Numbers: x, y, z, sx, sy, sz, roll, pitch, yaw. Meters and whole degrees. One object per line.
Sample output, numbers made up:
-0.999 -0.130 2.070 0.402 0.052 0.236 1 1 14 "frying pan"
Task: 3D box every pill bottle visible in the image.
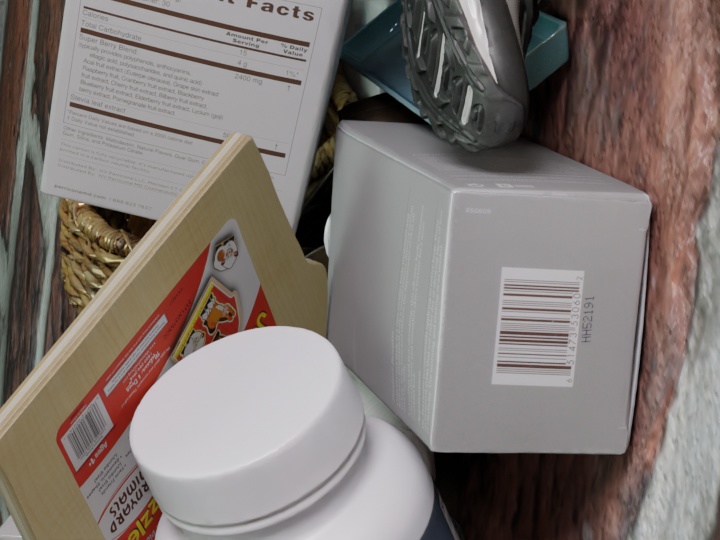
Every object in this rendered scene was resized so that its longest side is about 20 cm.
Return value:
-0.016 0.128 1.070 0.120 0.120 0.200 -111 -3 -58 "pill bottle"

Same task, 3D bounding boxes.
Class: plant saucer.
0.040 -0.098 1.165 0.019 0.070 0.200 51 178 -18 "plant saucer"

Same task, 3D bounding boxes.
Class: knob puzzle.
-0.078 0.067 1.094 0.030 0.220 0.220 18 112 31 "knob puzzle"

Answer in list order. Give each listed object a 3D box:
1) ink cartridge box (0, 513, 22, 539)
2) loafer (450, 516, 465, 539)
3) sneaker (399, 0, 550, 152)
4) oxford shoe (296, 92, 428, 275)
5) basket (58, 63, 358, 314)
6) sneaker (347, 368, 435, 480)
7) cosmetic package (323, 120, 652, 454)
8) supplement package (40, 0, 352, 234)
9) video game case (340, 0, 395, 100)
-0.116 0.165 1.239 0.200 0.083 0.147 -63 -20 -76 "ink cartridge box"
-0.011 0.198 1.208 0.200 0.070 0.070 -66 17 6 "loafer"
0.054 -0.126 1.039 0.200 0.079 0.074 -93 9 -45 "sneaker"
0.000 0.000 1.257 0.073 0.084 0.200 -113 27 -56 "oxford shoe"
-0.088 -0.055 1.398 0.200 0.143 0.149 -111 26 -56 "basket"
-0.025 0.073 1.242 0.200 0.075 0.089 37 162 43 "sneaker"
0.045 0.002 1.071 0.200 0.090 0.107 -130 43 -74 "cosmetic package"
-0.062 -0.130 1.146 0.121 0.120 0.200 -77 1 -48 "supplement package"
-0.008 -0.060 1.417 0.182 0.024 0.200 -135 49 -71 "video game case"
